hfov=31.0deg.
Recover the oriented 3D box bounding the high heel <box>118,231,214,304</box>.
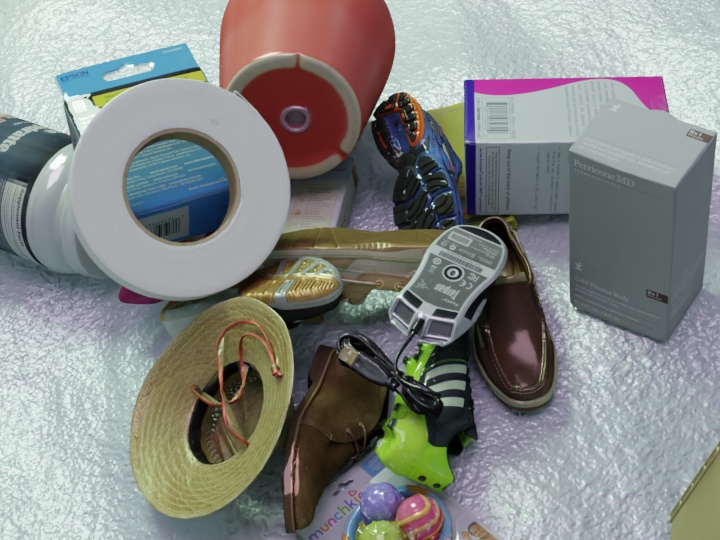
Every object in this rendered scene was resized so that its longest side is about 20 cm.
[{"bbox_3d":[-0.182,-0.046,1.318,0.096,0.067,0.200,-18,41,29],"label":"high heel"}]

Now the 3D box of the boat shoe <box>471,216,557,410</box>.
[{"bbox_3d":[0.133,0.033,1.201,0.074,0.075,0.203,-13,47,2],"label":"boat shoe"}]

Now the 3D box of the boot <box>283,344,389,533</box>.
[{"bbox_3d":[-0.021,0.146,1.139,0.075,0.074,0.200,10,44,8],"label":"boot"}]

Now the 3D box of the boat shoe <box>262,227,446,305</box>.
[{"bbox_3d":[0.000,0.000,1.234,0.199,0.069,0.074,1,18,8],"label":"boat shoe"}]

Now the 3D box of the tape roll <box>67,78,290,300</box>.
[{"bbox_3d":[-0.163,-0.074,1.173,0.202,0.037,0.204,2,83,-17],"label":"tape roll"}]

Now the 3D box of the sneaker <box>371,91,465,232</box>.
[{"bbox_3d":[0.075,-0.091,1.309,0.075,0.078,0.201,-33,55,34],"label":"sneaker"}]

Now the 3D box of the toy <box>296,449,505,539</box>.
[{"bbox_3d":[0.040,0.220,1.074,0.115,0.047,0.200,-37,52,-22],"label":"toy"}]

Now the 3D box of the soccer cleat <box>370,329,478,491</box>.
[{"bbox_3d":[0.071,0.115,1.157,0.081,0.068,0.200,34,41,-7],"label":"soccer cleat"}]

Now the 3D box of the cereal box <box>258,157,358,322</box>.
[{"bbox_3d":[-0.089,-0.036,1.340,0.143,0.040,0.200,2,49,16],"label":"cereal box"}]

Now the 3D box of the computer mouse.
[{"bbox_3d":[0.067,0.039,1.144,0.109,0.044,0.200,25,54,22],"label":"computer mouse"}]

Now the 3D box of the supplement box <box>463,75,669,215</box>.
[{"bbox_3d":[0.204,-0.125,1.295,0.199,0.104,0.101,-1,47,6],"label":"supplement box"}]

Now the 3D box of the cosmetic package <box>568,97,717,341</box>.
[{"bbox_3d":[0.249,-0.043,1.157,0.107,0.200,0.090,22,57,30],"label":"cosmetic package"}]

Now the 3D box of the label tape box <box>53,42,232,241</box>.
[{"bbox_3d":[-0.202,-0.121,1.267,0.143,0.066,0.200,-17,55,-18],"label":"label tape box"}]

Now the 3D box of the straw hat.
[{"bbox_3d":[-0.106,0.132,1.153,0.201,0.085,0.202,-18,59,32],"label":"straw hat"}]

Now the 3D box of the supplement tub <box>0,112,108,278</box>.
[{"bbox_3d":[-0.332,-0.078,1.365,0.199,0.141,0.140,19,55,27],"label":"supplement tub"}]

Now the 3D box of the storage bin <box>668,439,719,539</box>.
[{"bbox_3d":[0.277,0.234,0.910,0.093,0.199,0.200,14,51,2],"label":"storage bin"}]

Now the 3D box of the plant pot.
[{"bbox_3d":[-0.062,-0.199,1.349,0.200,0.201,0.178,-6,35,8],"label":"plant pot"}]

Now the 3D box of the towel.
[{"bbox_3d":[0.106,-0.110,1.375,0.086,0.018,0.200,-11,47,2],"label":"towel"}]

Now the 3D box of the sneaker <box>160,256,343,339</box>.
[{"bbox_3d":[-0.090,0.047,1.207,0.199,0.088,0.076,-12,22,35],"label":"sneaker"}]
